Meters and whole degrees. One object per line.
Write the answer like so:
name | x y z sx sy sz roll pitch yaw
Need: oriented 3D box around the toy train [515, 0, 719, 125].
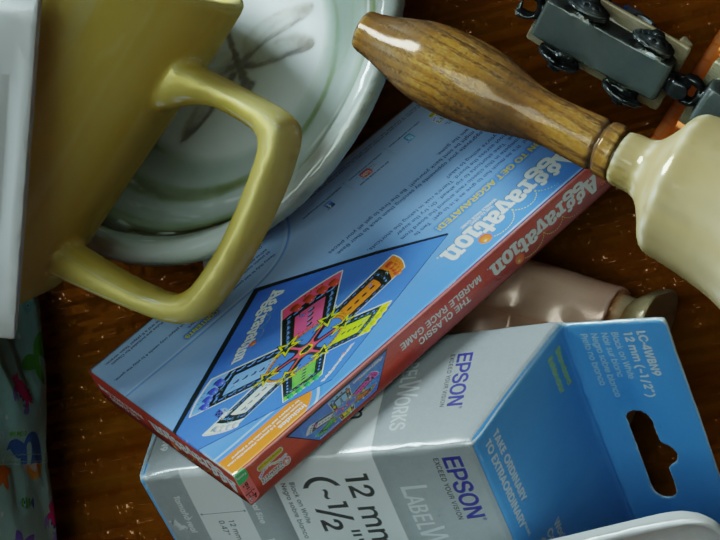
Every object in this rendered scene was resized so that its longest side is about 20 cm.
toy train | 0.150 -0.057 0.918 0.200 0.046 0.034 30 117 3

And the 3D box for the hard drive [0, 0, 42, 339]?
hard drive | -0.218 -0.048 0.855 0.200 0.027 0.132 5 111 -5

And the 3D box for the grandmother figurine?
grandmother figurine | 0.020 0.014 0.983 0.200 0.061 0.121 21 70 23

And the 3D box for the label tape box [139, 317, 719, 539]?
label tape box | 0.036 0.098 0.930 0.200 0.066 0.143 -6 130 22

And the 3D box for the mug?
mug | -0.135 -0.061 0.922 0.187 0.149 0.153 40 107 49

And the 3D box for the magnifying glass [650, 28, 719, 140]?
magnifying glass | 0.172 -0.121 0.942 0.080 0.022 0.200 35 100 17

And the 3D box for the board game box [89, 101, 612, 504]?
board game box | 0.000 0.000 0.929 0.200 0.019 0.103 -40 39 -17

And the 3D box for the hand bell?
hand bell | 0.084 -0.046 0.880 0.200 0.104 0.104 26 99 18

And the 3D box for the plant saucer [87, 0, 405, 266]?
plant saucer | -0.057 -0.094 0.996 0.200 0.050 0.200 -11 69 31

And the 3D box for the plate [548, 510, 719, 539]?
plate | 0.074 0.169 0.923 0.199 0.032 0.200 -14 127 21

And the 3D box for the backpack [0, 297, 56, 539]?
backpack | -0.223 0.089 1.032 0.177 0.151 0.200 -7 93 21
